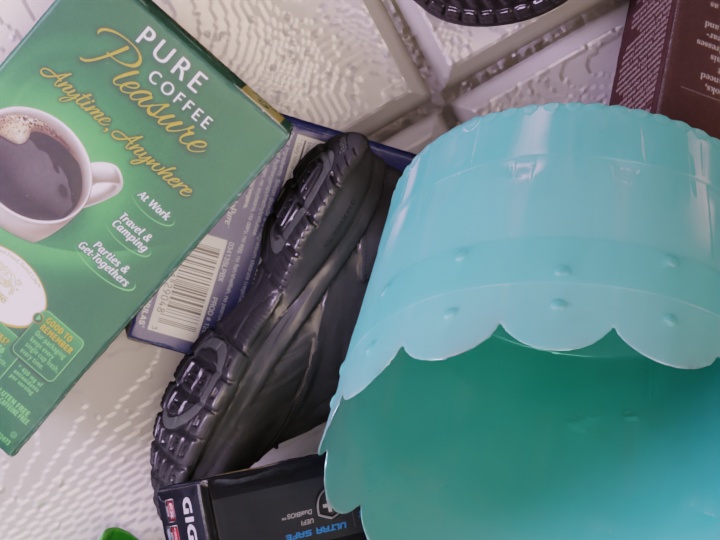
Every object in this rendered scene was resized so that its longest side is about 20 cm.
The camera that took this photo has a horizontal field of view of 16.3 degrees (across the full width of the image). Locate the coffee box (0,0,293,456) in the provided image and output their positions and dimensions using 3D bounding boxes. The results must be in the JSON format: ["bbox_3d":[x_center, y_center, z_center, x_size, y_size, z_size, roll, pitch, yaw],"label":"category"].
[{"bbox_3d":[-0.137,-0.029,1.142,0.123,0.044,0.200,40,98,-3],"label":"coffee box"}]

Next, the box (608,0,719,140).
[{"bbox_3d":[0.175,-0.098,1.146,0.100,0.075,0.201,19,65,-12],"label":"box"}]

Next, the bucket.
[{"bbox_3d":[0.091,0.037,1.054,0.207,0.207,0.135,20,52,-12],"label":"bucket"}]

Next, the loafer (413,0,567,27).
[{"bbox_3d":[0.102,-0.175,1.143,0.200,0.071,0.073,-24,113,29],"label":"loafer"}]

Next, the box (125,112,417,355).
[{"bbox_3d":[0.000,0.000,1.196,0.199,0.032,0.122,17,97,-11],"label":"box"}]

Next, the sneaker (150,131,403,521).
[{"bbox_3d":[-0.024,0.040,1.149,0.091,0.076,0.200,30,98,-21],"label":"sneaker"}]

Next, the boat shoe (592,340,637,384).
[{"bbox_3d":[0.126,0.098,1.203,0.072,0.068,0.201,-2,106,-34],"label":"boat shoe"}]

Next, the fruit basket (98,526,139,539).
[{"bbox_3d":[-0.044,0.198,1.175,0.215,0.156,0.216,1,113,3],"label":"fruit basket"}]

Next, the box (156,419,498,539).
[{"bbox_3d":[0.016,0.156,1.131,0.199,0.046,0.160,-8,86,-33],"label":"box"}]
